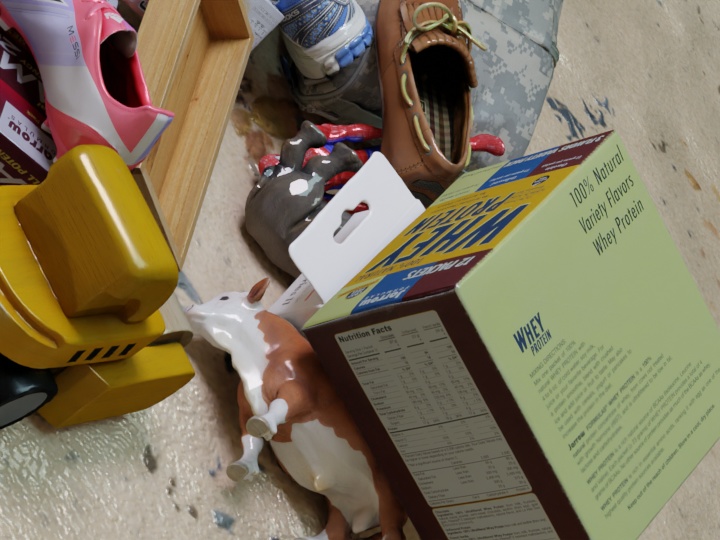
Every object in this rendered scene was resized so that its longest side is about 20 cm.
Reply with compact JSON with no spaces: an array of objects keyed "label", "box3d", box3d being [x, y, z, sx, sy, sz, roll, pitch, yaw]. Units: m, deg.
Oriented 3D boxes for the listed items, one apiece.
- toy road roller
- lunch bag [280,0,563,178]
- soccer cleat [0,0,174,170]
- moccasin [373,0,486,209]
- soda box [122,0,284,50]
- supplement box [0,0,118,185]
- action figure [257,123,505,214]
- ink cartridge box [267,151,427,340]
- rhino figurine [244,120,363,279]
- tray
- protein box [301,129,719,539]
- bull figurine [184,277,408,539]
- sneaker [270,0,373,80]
[{"label":"toy road roller","box3d":[-0.150,0.003,1.324,0.200,0.146,0.123,-6,65,-58]},{"label":"lunch bag","box3d":[0.044,-0.161,1.807,0.200,0.139,0.168,29,54,-35]},{"label":"soccer cleat","box3d":[-0.168,-0.146,1.399,0.067,0.076,0.200,7,55,-54]},{"label":"moccasin","box3d":[0.049,-0.141,1.661,0.074,0.078,0.202,27,49,-25]},{"label":"soda box","box3d":[-0.135,-0.205,1.591,0.064,0.068,0.200,49,6,37]},{"label":"supplement box","box3d":[-0.217,-0.126,1.449,0.109,0.061,0.200,40,32,-25]},{"label":"action figure","box3d":[0.014,-0.072,1.706,0.199,0.066,0.052,-1,21,-33]},{"label":"ink cartridge box","box3d":[0.017,0.037,1.561,0.117,0.067,0.200,-48,113,-36]},{"label":"rhino figurine","box3d":[0.000,0.000,1.636,0.200,0.087,0.060,50,-15,-12]},{"label":"tray","box3d":[-0.116,-0.108,1.514,0.099,0.037,0.200,73,26,-49]},{"label":"protein box","box3d":[0.107,0.057,1.494,0.199,0.135,0.200,-43,110,-42]},{"label":"bull figurine","box3d":[-0.036,0.098,1.487,0.200,0.065,0.122,46,33,-16]},{"label":"sneaker","box3d":[-0.054,-0.220,1.717,0.085,0.077,0.200,58,-5,-39]}]
